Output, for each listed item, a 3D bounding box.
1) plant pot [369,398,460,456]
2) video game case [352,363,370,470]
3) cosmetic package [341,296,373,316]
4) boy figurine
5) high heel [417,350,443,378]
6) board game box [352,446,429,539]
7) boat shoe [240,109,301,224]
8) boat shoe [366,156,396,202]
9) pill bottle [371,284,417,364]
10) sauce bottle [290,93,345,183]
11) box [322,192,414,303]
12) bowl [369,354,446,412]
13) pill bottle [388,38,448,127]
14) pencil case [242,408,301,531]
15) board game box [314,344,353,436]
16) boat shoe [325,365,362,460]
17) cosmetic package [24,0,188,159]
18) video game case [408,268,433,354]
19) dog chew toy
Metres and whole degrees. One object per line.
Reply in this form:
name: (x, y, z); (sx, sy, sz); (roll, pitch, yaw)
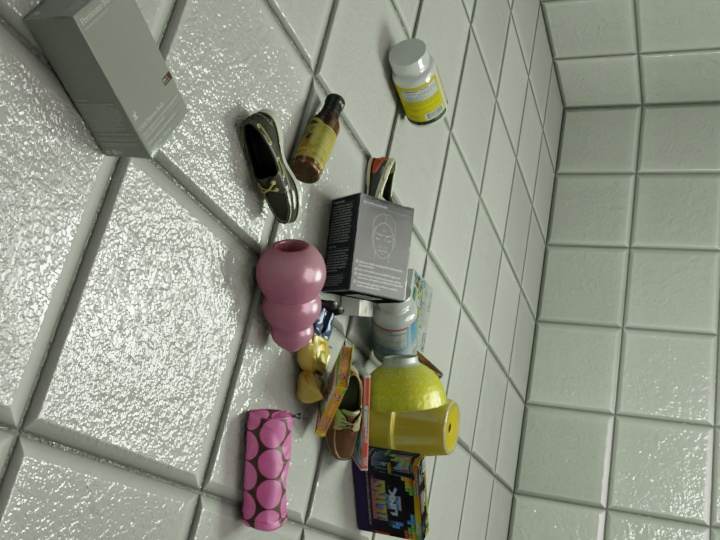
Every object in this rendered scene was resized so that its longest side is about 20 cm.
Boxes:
plant pot: (0.138, 0.375, 1.887); (0.200, 0.187, 0.204); (4, 90, -66)
video game case: (-0.003, 0.315, 1.676); (0.143, 0.017, 0.203); (-166, -102, -78)
cosmetic package: (0.000, 0.000, 1.702); (0.082, 0.050, 0.203); (10, 84, -65)
boy figurine: (-0.086, 0.158, 1.513); (0.124, 0.064, 0.202); (53, 43, -60)
high heel: (0.134, 0.187, 1.911); (0.071, 0.141, 0.202); (-44, 132, -56)
board game box: (0.071, 0.514, 1.778); (0.057, 0.163, 0.203); (-37, 126, -62)
boat shoe: (-0.156, -0.168, 1.314); (0.061, 0.071, 0.203); (-43, 124, -52)
boat shoe: (0.048, -0.162, 1.778); (0.071, 0.062, 0.203); (-1, 95, -68)
pill bottle: (0.079, 0.121, 1.780); (0.109, 0.107, 0.202); (-62, 157, -44)
sauce bottle: (-0.078, -0.259, 1.485); (0.066, 0.065, 0.202); (65, 35, -46)
box: (0.016, -0.043, 1.597); (0.147, 0.107, 0.203); (13, 80, -34)
bowl: (0.093, 0.248, 1.733); (0.200, 0.198, 0.109); (-2, 89, -66)
pill bottle: (0.142, -0.461, 1.893); (0.201, 0.113, 0.115); (61, 39, -50)
pencil case: (-0.158, 0.346, 1.350); (0.094, 0.090, 0.203); (15, 81, -79)
board game box: (-0.051, 0.233, 1.504); (0.201, 0.030, 0.096); (116, -13, -45)
boat shoe: (-0.032, 0.300, 1.603); (0.072, 0.075, 0.203); (-168, -102, -73)
cosmetic package: (-0.305, -0.249, 0.948); (0.201, 0.089, 0.107); (71, 35, -45)
video game case: (0.150, 0.119, 2.088); (0.182, 0.022, 0.202); (41, 57, -61)
dog chew toy: (-0.122, 0.050, 1.360); (0.124, 0.123, 0.202); (-41, 137, -58)
